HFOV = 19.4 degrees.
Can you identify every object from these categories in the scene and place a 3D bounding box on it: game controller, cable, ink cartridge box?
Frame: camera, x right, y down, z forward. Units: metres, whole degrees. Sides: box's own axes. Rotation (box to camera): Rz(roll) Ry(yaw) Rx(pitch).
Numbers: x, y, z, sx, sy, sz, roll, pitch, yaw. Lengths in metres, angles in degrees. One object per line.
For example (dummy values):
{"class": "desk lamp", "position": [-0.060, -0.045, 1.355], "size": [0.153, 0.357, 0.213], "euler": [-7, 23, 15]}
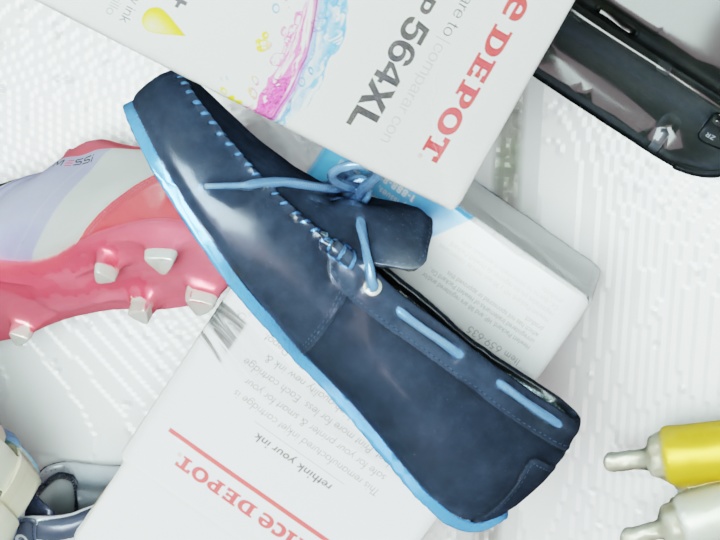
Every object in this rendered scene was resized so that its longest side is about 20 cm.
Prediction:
{"class": "game controller", "position": [0.083, -0.122, 0.783], "size": [0.200, 0.042, 0.105], "euler": [34, 95, 1]}
{"class": "cable", "position": [0.198, 0.076, 0.802], "size": [0.199, 0.050, 0.097], "euler": [-24, 97, 17]}
{"class": "ink cartridge box", "position": [-0.017, -0.121, 0.682], "size": [0.200, 0.125, 0.129], "euler": [25, 101, -25]}
{"class": "ink cartridge box", "position": [-0.011, 0.052, 0.824], "size": [0.116, 0.067, 0.200], "euler": [35, 104, 1]}

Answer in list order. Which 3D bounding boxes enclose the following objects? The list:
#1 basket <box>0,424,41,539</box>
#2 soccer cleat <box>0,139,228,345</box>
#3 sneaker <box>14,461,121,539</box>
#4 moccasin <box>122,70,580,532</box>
{"class": "basket", "position": [-0.238, 0.071, 0.833], "size": [0.199, 0.139, 0.177], "euler": [4, 145, 29]}
{"class": "soccer cleat", "position": [-0.130, -0.015, 0.848], "size": [0.199, 0.077, 0.067], "euler": [-6, 139, 29]}
{"class": "sneaker", "position": [-0.143, 0.155, 0.886], "size": [0.200, 0.070, 0.109], "euler": [-31, 102, 11]}
{"class": "moccasin", "position": [0.000, 0.000, 0.747], "size": [0.068, 0.081, 0.200], "euler": [-39, 106, 9]}
